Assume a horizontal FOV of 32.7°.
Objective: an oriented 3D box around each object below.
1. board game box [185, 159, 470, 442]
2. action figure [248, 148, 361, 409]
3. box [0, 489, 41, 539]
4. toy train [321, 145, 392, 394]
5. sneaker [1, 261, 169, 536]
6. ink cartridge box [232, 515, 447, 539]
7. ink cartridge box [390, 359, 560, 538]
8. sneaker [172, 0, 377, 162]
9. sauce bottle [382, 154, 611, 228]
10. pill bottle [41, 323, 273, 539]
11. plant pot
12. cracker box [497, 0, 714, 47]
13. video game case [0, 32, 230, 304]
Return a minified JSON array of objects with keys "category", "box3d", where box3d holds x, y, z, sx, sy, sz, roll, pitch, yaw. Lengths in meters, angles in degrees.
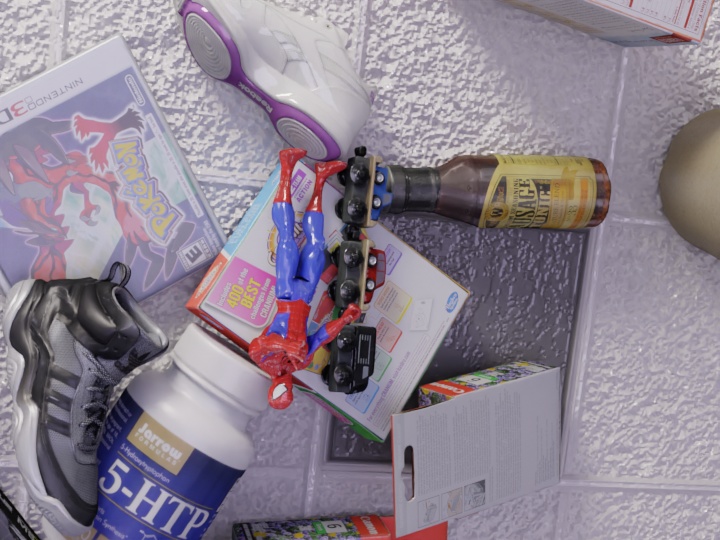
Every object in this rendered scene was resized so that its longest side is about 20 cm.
[{"category":"board game box","box3d":[-0.024,0.025,1.029,0.199,0.040,0.154,38,75,-18]},{"category":"action figure","box3d":[-0.036,0.009,0.945,0.065,0.099,0.203,13,83,-36]},{"category":"box","box3d":[-0.335,0.300,1.009,0.199,0.047,0.194,-37,104,-6]},{"category":"toy train","box3d":[0.000,0.000,1.000,0.045,0.034,0.203,6,86,-27]},{"category":"sneaker","box3d":[-0.201,0.091,0.925,0.113,0.075,0.202,-17,74,11]},{"category":"ink cartridge box","box3d":[-0.013,0.277,1.079,0.197,0.050,0.110,-1,100,-14]},{"category":"ink cartridge box","box3d":[0.090,0.149,1.055,0.198,0.050,0.110,-10,103,-37]},{"category":"sneaker","box3d":[-0.070,-0.182,0.997,0.200,0.075,0.100,44,62,-14]},{"category":"sauce bottle","box3d":[0.116,-0.067,1.058,0.197,0.066,0.067,-2,100,-13]},{"category":"pill bottle","box3d":[-0.156,0.151,0.993,0.119,0.120,0.201,33,90,-17]},{"category":"plant pot","box3d":[0.360,-0.070,1.059,0.198,0.183,0.203,-2,100,-14]},{"category":"cracker box","box3d":[0.173,-0.240,1.007,0.198,0.134,0.058,16,94,-17]},{"category":"video game case","box3d":[-0.226,-0.060,0.989,0.181,0.023,0.202,-29,105,-9]}]
